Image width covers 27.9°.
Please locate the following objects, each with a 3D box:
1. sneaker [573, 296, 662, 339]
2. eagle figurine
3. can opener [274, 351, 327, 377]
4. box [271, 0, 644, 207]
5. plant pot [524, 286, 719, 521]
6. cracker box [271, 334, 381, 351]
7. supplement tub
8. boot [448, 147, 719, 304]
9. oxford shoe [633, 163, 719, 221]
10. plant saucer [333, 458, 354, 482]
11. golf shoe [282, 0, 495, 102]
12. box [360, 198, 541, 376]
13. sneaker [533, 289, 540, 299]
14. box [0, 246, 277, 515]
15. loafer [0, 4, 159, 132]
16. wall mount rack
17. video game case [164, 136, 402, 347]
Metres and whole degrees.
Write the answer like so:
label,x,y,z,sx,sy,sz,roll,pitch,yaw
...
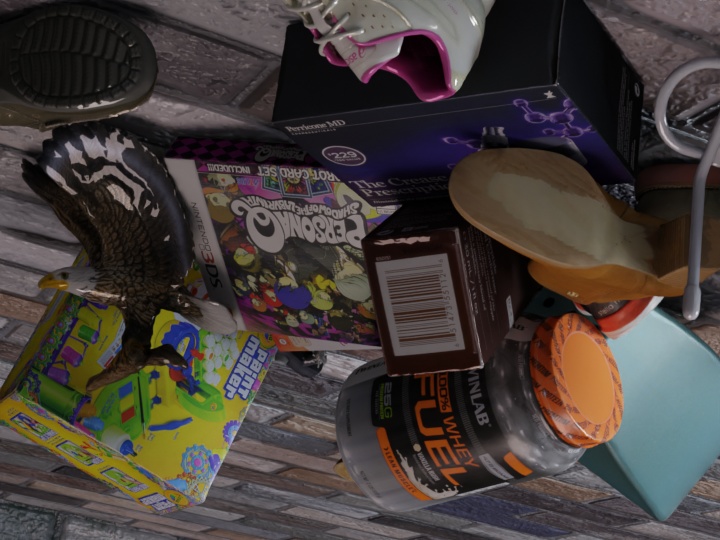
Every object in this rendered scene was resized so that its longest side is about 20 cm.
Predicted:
label,x,y,z,sx,sy,sz,roll,pitch,yaw
sneaker,0.181,-0.012,1.125,0.082,0.077,0.200,43,-175,-8
eagle figurine,-0.198,-0.014,1.168,0.151,0.201,0.151,-14,171,17
can opener,-0.087,0.056,1.463,0.078,0.064,0.200,1,159,21
box,0.065,-0.108,0.938,0.199,0.079,0.141,-4,154,30
plant pot,0.225,0.092,1.272,0.141,0.141,0.200,35,172,46
cracker box,0.000,0.000,1.208,0.199,0.058,0.134,-4,128,29
supplement tub,0.089,0.105,1.091,0.199,0.123,0.122,-22,146,36
boot,0.132,-0.017,0.955,0.200,0.071,0.144,14,165,-13
oxford shoe,0.299,-0.031,1.057,0.199,0.074,0.071,2,160,15
plant saucer,0.062,0.277,2.048,0.199,0.036,0.200,7,160,2
golf shoe,-0.012,-0.161,0.804,0.199,0.092,0.075,18,159,-22
box,0.071,-0.005,1.030,0.074,0.101,0.200,-7,-165,20
sneaker,0.115,0.036,1.284,0.078,0.090,0.200,-4,150,30
box,-0.197,0.084,1.315,0.192,0.201,0.122,34,153,-15
loafer,-0.217,-0.136,0.998,0.199,0.076,0.070,3,172,27
wall mount rack,0.272,-0.049,0.894,0.199,0.175,0.075,13,-161,-13
video game case,-0.042,-0.020,1.144,0.199,0.036,0.182,6,133,22
